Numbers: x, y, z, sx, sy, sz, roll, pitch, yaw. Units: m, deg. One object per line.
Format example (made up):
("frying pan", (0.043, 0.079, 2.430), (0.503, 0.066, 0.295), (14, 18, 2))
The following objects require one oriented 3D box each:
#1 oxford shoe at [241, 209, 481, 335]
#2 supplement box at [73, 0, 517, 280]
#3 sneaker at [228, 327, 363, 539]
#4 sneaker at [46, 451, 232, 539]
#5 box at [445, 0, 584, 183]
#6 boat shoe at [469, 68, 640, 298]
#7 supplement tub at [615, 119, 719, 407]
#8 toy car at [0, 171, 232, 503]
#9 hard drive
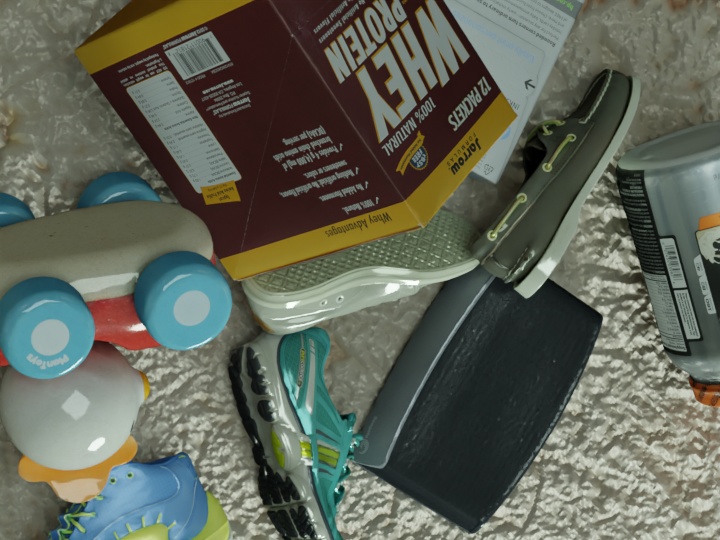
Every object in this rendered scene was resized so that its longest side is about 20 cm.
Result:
("oxford shoe", (0.000, 0.000, 1.475), (0.199, 0.075, 0.058), (-15, 141, -27))
("supplement box", (-0.043, -0.125, 1.348), (0.200, 0.197, 0.133), (56, 49, -17))
("sneaker", (-0.031, 0.138, 1.470), (0.079, 0.077, 0.201), (-18, 102, -26))
("sneaker", (-0.194, 0.187, 1.424), (0.199, 0.076, 0.106), (-18, 90, -24))
("box", (0.075, -0.187, 1.486), (0.155, 0.041, 0.201), (26, 86, -20))
("boat shoe", (0.148, -0.077, 1.499), (0.060, 0.072, 0.202), (31, 67, -4))
("supplement tub", (0.277, -0.005, 1.536), (0.122, 0.122, 0.201), (-22, 103, -16))
("toy car", (-0.181, 0.062, 1.364), (0.176, 0.184, 0.201), (-11, 117, -19))
("hard drive", (0.095, 0.090, 1.523), (0.135, 0.042, 0.201), (33, 85, -20))
